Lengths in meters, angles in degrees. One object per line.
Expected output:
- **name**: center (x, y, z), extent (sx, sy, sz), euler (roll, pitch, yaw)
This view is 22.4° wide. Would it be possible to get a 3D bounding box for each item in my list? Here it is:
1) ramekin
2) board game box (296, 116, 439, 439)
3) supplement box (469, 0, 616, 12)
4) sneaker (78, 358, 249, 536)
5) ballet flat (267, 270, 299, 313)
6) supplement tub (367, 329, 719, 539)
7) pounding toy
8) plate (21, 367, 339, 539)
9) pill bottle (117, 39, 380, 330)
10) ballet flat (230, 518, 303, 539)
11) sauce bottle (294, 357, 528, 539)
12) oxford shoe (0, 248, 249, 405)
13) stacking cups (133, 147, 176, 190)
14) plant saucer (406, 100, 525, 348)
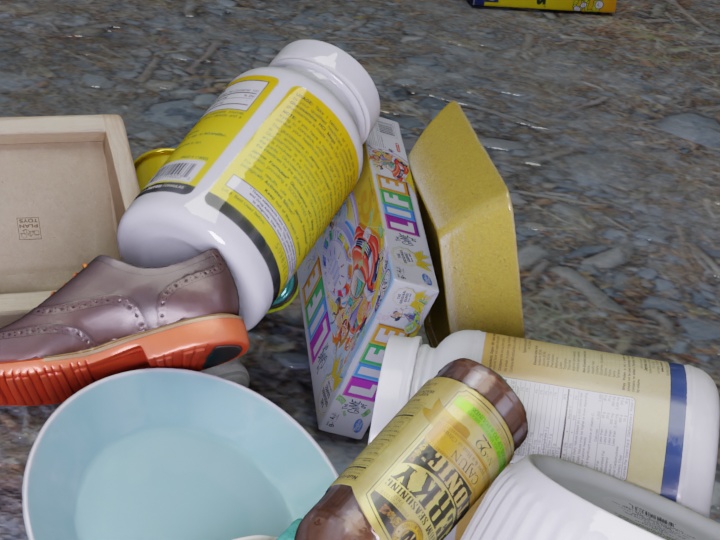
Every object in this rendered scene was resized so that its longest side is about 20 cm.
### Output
- **ramekin**: center (0.135, 0.173, 0.918), extent (0.198, 0.106, 0.200), euler (22, 4, -1)
- **board game box**: center (0.000, 0.000, 1.275), extent (0.034, 0.135, 0.201), euler (14, 33, -18)
- **supplement box**: center (0.234, -0.408, 2.380), extent (0.198, 0.110, 0.110), euler (1, 23, -15)
- **sneaker**: center (-0.114, 0.117, 1.120), extent (0.080, 0.076, 0.200), euler (24, 33, 15)
- **ballet flat**: center (-0.138, -0.008, 1.411), extent (0.198, 0.068, 0.067), euler (10, -6, 9)
- **supplement tub**: center (0.105, 0.114, 1.083), extent (0.198, 0.146, 0.145), euler (9, 23, 5)
- **pounding toy**: center (-0.232, -0.022, 1.282), extent (0.182, 0.143, 0.202), euler (-4, 59, -24)
- **plate**: center (-0.097, 0.144, 1.032), extent (0.198, 0.026, 0.202), euler (15, 47, -17)
- **pill bottle**: center (-0.067, -0.061, 1.213), extent (0.111, 0.113, 0.201), euler (17, 50, 22)
- **ballet flat**: center (-0.081, 0.185, 0.947), extent (0.070, 0.068, 0.199), euler (37, 39, 28)
- **sauce bottle**: center (0.011, 0.130, 0.942), extent (0.064, 0.065, 0.200), euler (22, 53, 32)
- **oxford shoe**: center (-0.170, 0.034, 1.098), extent (0.198, 0.073, 0.071), euler (-10, -17, -10)
- **stacking cups**: center (-0.133, 0.004, 1.316), extent (0.060, 0.061, 0.201), euler (1, 50, -15)
- **plant saucer**: center (0.072, 0.007, 1.271), extent (0.048, 0.202, 0.200), euler (-10, 25, -5)
